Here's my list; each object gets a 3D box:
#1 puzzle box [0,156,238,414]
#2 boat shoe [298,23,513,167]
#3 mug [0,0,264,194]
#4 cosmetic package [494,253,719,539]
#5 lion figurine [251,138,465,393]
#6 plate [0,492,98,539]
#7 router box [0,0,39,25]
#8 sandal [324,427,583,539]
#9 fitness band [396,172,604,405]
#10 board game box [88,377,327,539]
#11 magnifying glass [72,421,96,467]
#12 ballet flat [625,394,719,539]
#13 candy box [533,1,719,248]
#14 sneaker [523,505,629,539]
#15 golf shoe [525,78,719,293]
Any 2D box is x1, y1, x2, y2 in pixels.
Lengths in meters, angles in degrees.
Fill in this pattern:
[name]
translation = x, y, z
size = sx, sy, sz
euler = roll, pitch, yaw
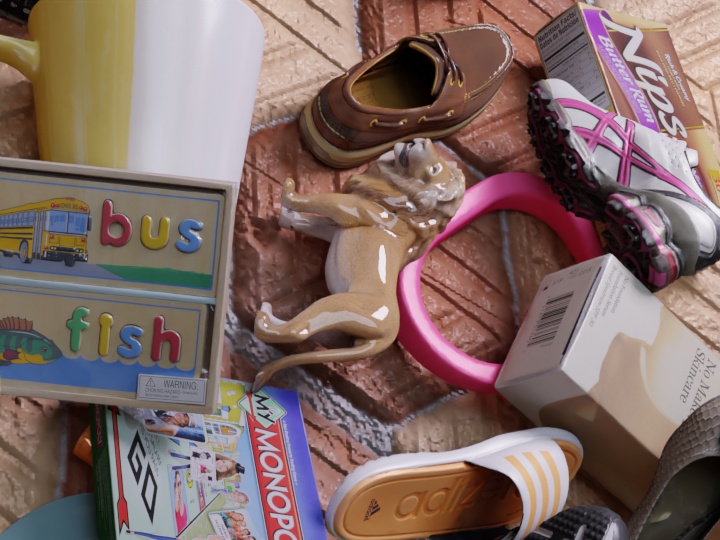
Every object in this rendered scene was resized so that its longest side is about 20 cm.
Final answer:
[puzzle box]
translation = -0.172, 0.005, 0.828
size = 0.198, 0.025, 0.135
euler = 5, 94, -1
[boat shoe]
translation = 0.047, -0.137, 1.070
size = 0.199, 0.068, 0.072
euler = -28, 80, -35
[mug]
translation = -0.153, -0.079, 0.911
size = 0.184, 0.150, 0.155
euler = -3, 72, 8
[cosmetic package]
translation = 0.196, 0.094, 1.000
size = 0.200, 0.071, 0.106
euler = 40, 58, -20
[lion figurine]
translation = 0.000, 0.000, 0.956
size = 0.121, 0.073, 0.202
euler = 11, 60, -1
[plate]
translation = -0.133, 0.219, 0.822
size = 0.198, 0.026, 0.202
euler = 12, 61, -22
[router box]
translation = -0.190, -0.276, 0.933
size = 0.062, 0.200, 0.151
euler = 24, 56, -9
[sandal]
translation = 0.070, 0.152, 0.910
size = 0.205, 0.080, 0.059
euler = -4, 36, -38
[fitness band]
translation = 0.104, 0.009, 1.045
size = 0.199, 0.037, 0.144
euler = -33, 83, -37
[board game box]
translation = -0.084, 0.142, 0.838
size = 0.133, 0.029, 0.201
euler = 13, 40, -26
[magnifying glass]
translation = -0.082, 0.153, 0.871
size = 0.199, 0.022, 0.080
euler = 33, 27, -1
[ballet flat]
translation = 0.199, 0.163, 0.937
size = 0.067, 0.046, 0.200
euler = 36, 99, -19
[candy box]
translation = 0.216, -0.102, 1.137
size = 0.116, 0.056, 0.202
euler = 3, 65, -41
[sneaker]
translation = 0.117, 0.239, 0.888
size = 0.080, 0.074, 0.202
euler = 24, 91, -26
[golf shoe]
translation = 0.190, -0.070, 1.043
size = 0.091, 0.073, 0.201
euler = -22, 54, -15
